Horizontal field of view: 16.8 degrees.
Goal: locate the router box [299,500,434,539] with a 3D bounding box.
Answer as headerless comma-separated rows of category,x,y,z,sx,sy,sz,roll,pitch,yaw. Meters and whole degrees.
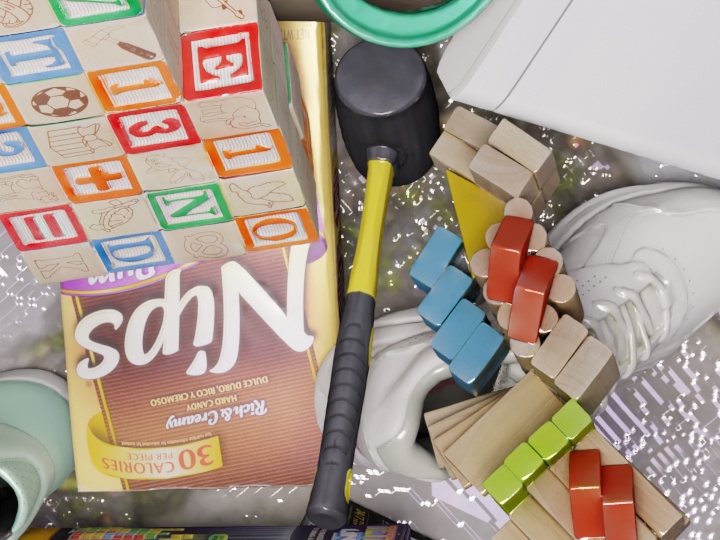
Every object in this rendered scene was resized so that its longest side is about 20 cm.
router box,0.009,0.218,1.066,0.157,0.052,0.200,26,104,-3

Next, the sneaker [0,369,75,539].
sneaker,-0.221,0.099,1.023,0.200,0.118,0.074,-18,103,10

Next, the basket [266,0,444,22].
basket,-0.025,-0.166,0.936,0.200,0.136,0.180,8,62,-5

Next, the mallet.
mallet,0.000,0.000,0.948,0.041,0.200,0.066,4,146,9

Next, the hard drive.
hard drive,0.145,-0.096,0.929,0.200,0.027,0.132,14,124,-32

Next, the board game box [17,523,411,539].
board game box,-0.058,0.207,1.013,0.165,0.057,0.200,-1,101,5

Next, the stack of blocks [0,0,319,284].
stack of blocks,-0.089,-0.073,0.879,0.115,0.200,0.059,-9,61,7

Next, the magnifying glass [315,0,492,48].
magnifying glass,0.034,-0.177,0.864,0.080,0.022,0.200,16,96,-12

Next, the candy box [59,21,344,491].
candy box,-0.066,-0.010,1.017,0.117,0.056,0.200,-2,105,4

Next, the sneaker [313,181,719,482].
sneaker,0.085,0.034,0.977,0.200,0.099,0.078,-30,112,-8

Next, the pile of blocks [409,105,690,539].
pile of blocks,0.055,0.030,0.899,0.082,0.062,0.200,-20,74,4
